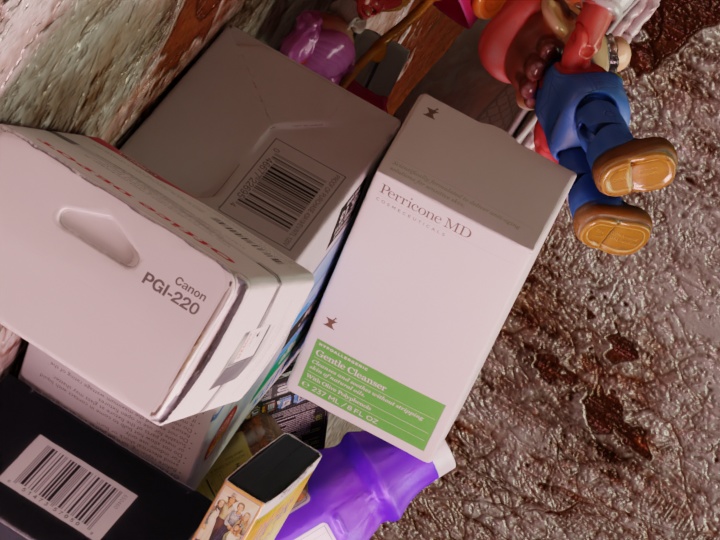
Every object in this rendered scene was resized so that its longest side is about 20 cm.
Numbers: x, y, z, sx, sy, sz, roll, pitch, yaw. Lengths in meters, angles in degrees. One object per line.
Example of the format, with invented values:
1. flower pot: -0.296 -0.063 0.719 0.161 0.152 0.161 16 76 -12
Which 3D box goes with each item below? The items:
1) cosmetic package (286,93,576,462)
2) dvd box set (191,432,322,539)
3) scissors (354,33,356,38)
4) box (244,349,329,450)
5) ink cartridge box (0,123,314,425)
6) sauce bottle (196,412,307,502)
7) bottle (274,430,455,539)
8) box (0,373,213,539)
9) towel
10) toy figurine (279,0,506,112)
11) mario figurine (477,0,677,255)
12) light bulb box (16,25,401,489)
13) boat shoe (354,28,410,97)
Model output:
1. cosmetic package: 0.040 0.006 1.612 0.085 0.107 0.200 -58 173 -44
2. dvd box set: -0.095 0.195 1.549 0.201 0.029 0.146 -60 174 11
3. scissors: -0.012 -0.138 1.823 0.200 0.073 0.014 -56 146 -28
4. box: -0.118 0.123 1.728 0.199 0.044 0.161 -18 141 -22
5. ink cartridge box: -0.115 0.000 1.321 0.085 0.145 0.200 -58 173 3
6. sauce bottle: -0.130 0.160 1.666 0.199 0.066 0.066 -29 177 7
7. bottle: -0.034 0.157 1.725 0.200 0.065 0.084 -31 -160 -8
8. box: -0.195 0.190 1.561 0.107 0.148 0.200 -50 169 -52
9. towel: 0.087 -0.117 1.790 0.200 0.032 0.191 -51 -157 -14
10. toy figurine: 0.009 -0.161 1.722 0.184 0.150 0.200 -49 151 -4
11. mario figurine: 0.149 -0.107 1.639 0.123 0.106 0.200 -38 -135 20
12. light bulb box: -0.094 0.002 1.581 0.198 0.124 0.200 -54 171 -44
13. boat shoe: -0.028 -0.101 1.844 0.200 0.066 0.072 -62 -178 -38
